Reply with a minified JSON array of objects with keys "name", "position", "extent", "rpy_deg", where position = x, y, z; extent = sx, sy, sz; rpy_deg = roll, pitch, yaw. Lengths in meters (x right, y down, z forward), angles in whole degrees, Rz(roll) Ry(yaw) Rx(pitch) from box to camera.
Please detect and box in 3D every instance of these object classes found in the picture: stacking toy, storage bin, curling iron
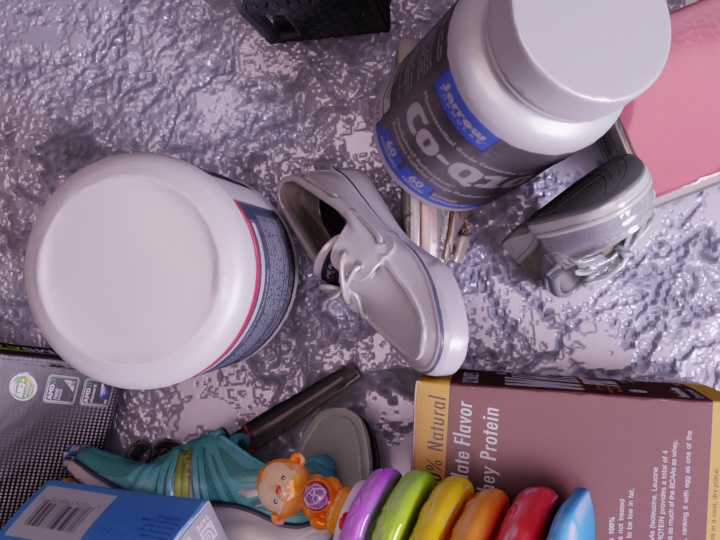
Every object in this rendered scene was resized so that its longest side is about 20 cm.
[{"name":"stacking toy","position":[0.027,0.153,0.609],"extent":[0.200,0.110,0.116],"rpy_deg":[19,94,18]},{"name":"storage bin","position":[-0.035,-0.269,0.727],"extent":[0.093,0.135,0.201],"rpy_deg":[-5,89,7]},{"name":"curling iron","position":[-0.091,0.118,0.786],"extent":[0.200,0.026,0.050],"rpy_deg":[-26,89,6]}]

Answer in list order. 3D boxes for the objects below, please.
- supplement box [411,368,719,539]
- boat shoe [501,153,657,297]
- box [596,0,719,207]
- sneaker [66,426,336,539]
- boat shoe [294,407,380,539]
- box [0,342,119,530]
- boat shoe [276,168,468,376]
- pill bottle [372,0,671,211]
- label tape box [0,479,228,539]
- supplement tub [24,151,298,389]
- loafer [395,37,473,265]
[{"name":"supplement box","position":[0.134,0.170,0.703],"extent":[0.199,0.133,0.198],"rpy_deg":[3,90,7]},{"name":"boat shoe","position":[0.144,-0.020,0.671],"extent":[0.074,0.202,0.065],"rpy_deg":[-37,88,-10]},{"name":"box","position":[0.255,-0.123,0.693],"extent":[0.200,0.128,0.109],"rpy_deg":[-22,86,6]},{"name":"sneaker","position":[-0.108,0.149,0.743],"extent":[0.199,0.078,0.080],"rpy_deg":[8,71,15]},{"name":"boat shoe","position":[-0.016,0.198,0.761],"extent":[0.075,0.060,0.201],"rpy_deg":[11,90,36]},{"name":"box","position":[-0.281,0.147,0.738],"extent":[0.047,0.193,0.201],"rpy_deg":[19,94,48]},{"name":"boat shoe","position":[0.000,0.000,0.707],"extent":[0.065,0.200,0.074],"rpy_deg":[-2,124,-31]},{"name":"pill bottle","position":[0.089,-0.112,0.633],"extent":[0.113,0.200,0.114],"rpy_deg":[4,78,-17]},{"name":"label tape box","position":[-0.136,0.239,0.707],"extent":[0.143,0.066,0.200],"rpy_deg":[-1,121,31]},{"name":"supplement tub","position":[-0.119,0.001,0.704],"extent":[0.140,0.200,0.141],"rpy_deg":[0,89,8]},{"name":"loafer","position":[0.059,-0.068,0.750],"extent":[0.063,0.072,0.201],"rpy_deg":[-3,86,0]}]
